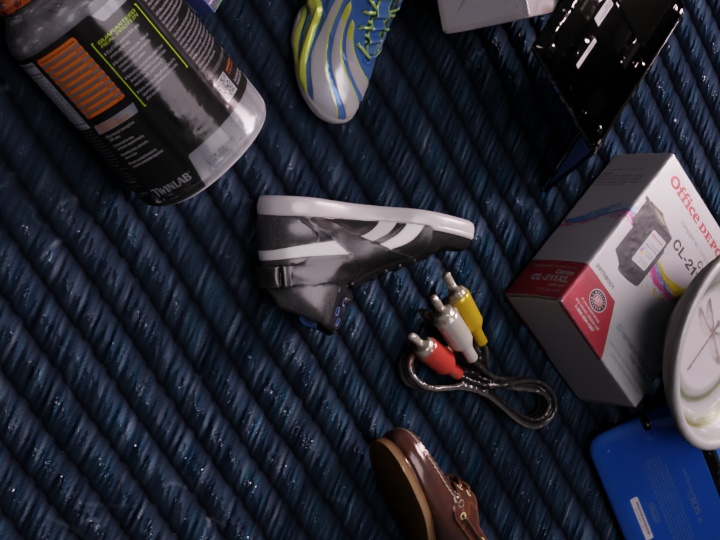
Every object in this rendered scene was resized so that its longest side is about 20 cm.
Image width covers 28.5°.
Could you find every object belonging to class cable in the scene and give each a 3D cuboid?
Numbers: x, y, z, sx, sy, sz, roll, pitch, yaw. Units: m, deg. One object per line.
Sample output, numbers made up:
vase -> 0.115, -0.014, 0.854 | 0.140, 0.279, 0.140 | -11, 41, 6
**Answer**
cable -> 0.109, 0.096, 1.277 | 0.200, 0.050, 0.097 | 43, 70, -26

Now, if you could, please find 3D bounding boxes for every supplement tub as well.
supplement tub -> -0.172, -0.155, 1.037 | 0.123, 0.122, 0.200 | -50, 117, -22

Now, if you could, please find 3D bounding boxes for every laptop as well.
laptop -> 0.204, -0.195, 1.279 | 0.178, 0.103, 0.200 | -56, 131, -20

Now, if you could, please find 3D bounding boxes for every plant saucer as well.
plant saucer -> 0.334, 0.067, 1.336 | 0.199, 0.050, 0.202 | -16, 113, -42

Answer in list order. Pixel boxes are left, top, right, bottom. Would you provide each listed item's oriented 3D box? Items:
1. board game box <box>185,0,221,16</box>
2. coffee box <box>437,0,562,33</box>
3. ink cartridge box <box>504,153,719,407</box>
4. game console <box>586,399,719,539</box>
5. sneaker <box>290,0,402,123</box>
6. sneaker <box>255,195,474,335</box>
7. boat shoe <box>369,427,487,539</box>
board game box -> -0.117, -0.322, 1.121 | 0.135, 0.034, 0.201 | 42, 69, -28
coffee box -> 0.130, -0.270, 1.212 | 0.200, 0.079, 0.114 | -26, 107, -62
ink cartridge box -> 0.253, 0.005, 1.353 | 0.200, 0.083, 0.146 | -49, 116, -23
game console -> 0.327, 0.203, 1.449 | 0.170, 0.118, 0.201 | -24, 106, 1
sneaker -> 0.000, -0.223, 1.161 | 0.075, 0.105, 0.202 | 4, 88, -33
sneaker -> 0.000, 0.000, 1.195 | 0.199, 0.073, 0.113 | 5, 92, -26
boat shoe -> 0.070, 0.215, 1.245 | 0.070, 0.070, 0.201 | -33, 117, -22
